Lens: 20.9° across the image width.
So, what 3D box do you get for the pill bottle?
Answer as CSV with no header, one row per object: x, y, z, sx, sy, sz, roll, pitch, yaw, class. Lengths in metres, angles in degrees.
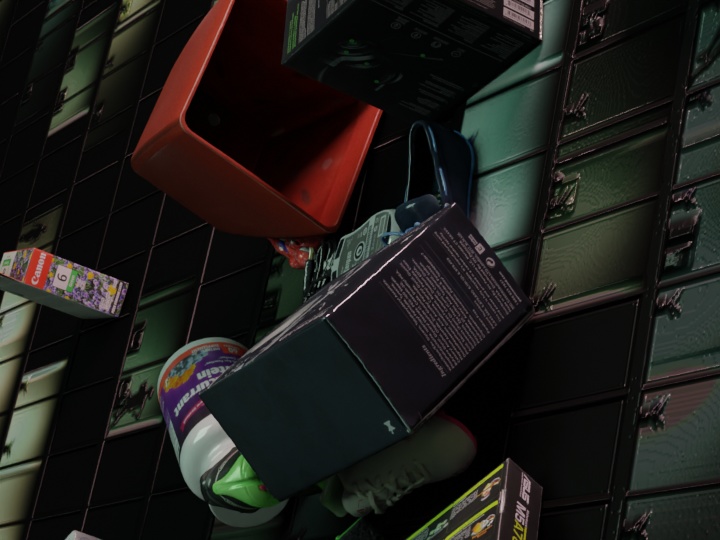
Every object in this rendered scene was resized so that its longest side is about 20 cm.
-0.130,0.161,1.925,0.112,0.111,0.200,-58,29,18,pill bottle

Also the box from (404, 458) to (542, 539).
0.052,0.263,1.500,0.200,0.047,0.193,-42,13,25,box

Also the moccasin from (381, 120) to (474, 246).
0.056,-0.045,1.780,0.080,0.068,0.201,-28,47,37,moccasin

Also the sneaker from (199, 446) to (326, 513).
-0.080,0.176,1.755,0.083,0.200,0.077,-14,82,24,sneaker

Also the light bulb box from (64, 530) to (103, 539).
-0.290,0.416,2.011,0.198,0.124,0.201,-49,32,32,light bulb box

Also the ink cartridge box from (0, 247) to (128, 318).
-0.401,0.007,2.428,0.109,0.199,0.051,-5,66,59,ink cartridge box

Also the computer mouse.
0.000,0.000,1.888,0.200,0.044,0.110,-27,46,57,computer mouse

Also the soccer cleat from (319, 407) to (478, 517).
0.031,0.173,1.663,0.086,0.070,0.200,-54,13,-26,soccer cleat

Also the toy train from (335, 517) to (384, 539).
-0.052,0.282,1.660,0.200,0.042,0.056,-40,-14,-35,toy train

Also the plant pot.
-0.118,-0.146,1.995,0.176,0.200,0.201,-23,40,51,plant pot

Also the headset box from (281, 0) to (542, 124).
0.044,-0.236,1.839,0.200,0.173,0.093,-36,41,47,headset box

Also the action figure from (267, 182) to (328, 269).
-0.075,-0.057,2.062,0.066,0.052,0.200,-53,32,17,action figure

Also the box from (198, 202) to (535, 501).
0.005,0.070,1.642,0.200,0.124,0.197,-33,8,47,box
